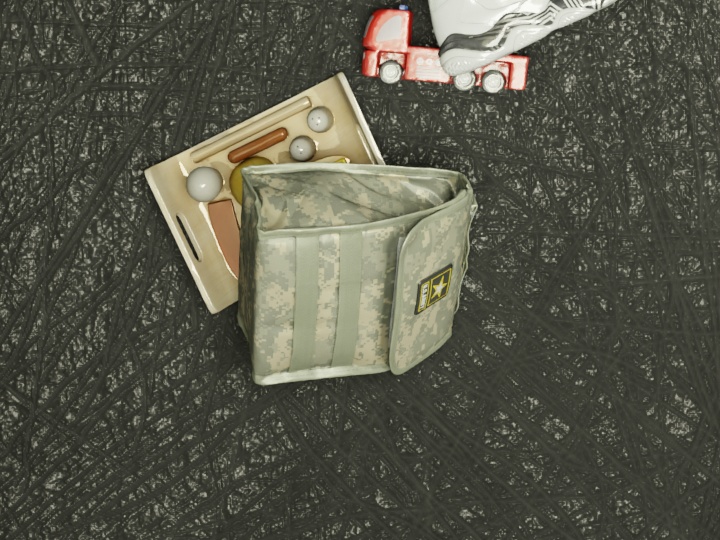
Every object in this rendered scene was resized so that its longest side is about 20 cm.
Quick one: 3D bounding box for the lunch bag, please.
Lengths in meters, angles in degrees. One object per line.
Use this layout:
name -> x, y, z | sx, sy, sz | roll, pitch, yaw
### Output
lunch bag -> 0.000, 0.000, 1.425 | 0.199, 0.118, 0.165 | -5, 128, -13

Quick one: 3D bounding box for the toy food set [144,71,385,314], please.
toy food set -> -0.073, -0.068, 1.485 | 0.199, 0.060, 0.144 | -25, 94, 8

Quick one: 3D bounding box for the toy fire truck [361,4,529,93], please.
toy fire truck -> 0.104, -0.226, 1.454 | 0.199, 0.049, 0.142 | 6, 97, 5

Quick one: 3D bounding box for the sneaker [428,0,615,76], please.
sneaker -> 0.138, -0.250, 1.384 | 0.199, 0.075, 0.115 | -25, 95, 12
